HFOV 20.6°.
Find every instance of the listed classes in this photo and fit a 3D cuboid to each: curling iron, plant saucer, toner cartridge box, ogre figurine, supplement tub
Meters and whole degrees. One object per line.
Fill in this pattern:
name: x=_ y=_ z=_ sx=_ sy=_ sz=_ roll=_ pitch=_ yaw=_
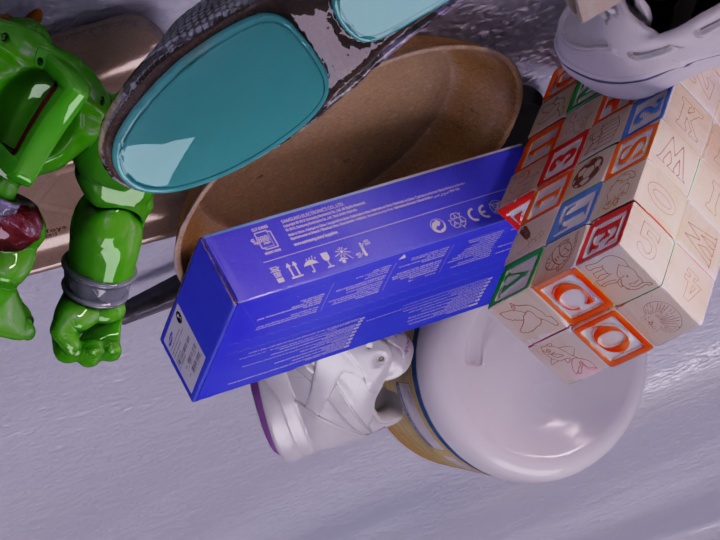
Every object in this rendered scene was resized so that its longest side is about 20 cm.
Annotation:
curling iron: x=-0.060 y=-0.006 z=1.175 sx=0.198 sy=0.050 sz=0.026 roll=-17 pitch=122 yaw=17
plant saucer: x=-0.012 y=-0.057 z=0.995 sx=0.199 sy=0.036 sz=0.201 roll=-26 pitch=156 yaw=-12
toner cartridge box: x=0.000 y=0.000 z=1.024 sx=0.199 sy=0.043 sz=0.095 roll=-17 pitch=154 yaw=-30
ogre figurine: x=-0.154 y=-0.045 z=0.810 sx=0.120 sy=0.199 sz=0.098 roll=-49 pitch=-166 yaw=12
supplement tub: x=0.080 y=0.054 z=1.244 sx=0.143 sy=0.146 sz=0.200 roll=-11 pitch=-179 yaw=-15

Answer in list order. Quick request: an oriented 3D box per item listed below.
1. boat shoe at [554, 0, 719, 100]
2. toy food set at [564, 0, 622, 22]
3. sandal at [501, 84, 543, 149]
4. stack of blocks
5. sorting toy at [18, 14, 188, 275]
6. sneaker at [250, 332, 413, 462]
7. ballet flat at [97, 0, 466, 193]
boat shoe: x=0.143 y=-0.127 z=0.893 sx=0.065 sy=0.074 sz=0.199 roll=25 pitch=163 yaw=-28
toy food set: x=0.126 y=-0.177 z=0.746 sx=0.143 sy=0.061 sz=0.200 roll=-29 pitch=164 yaw=4
sandal: x=0.093 y=-0.053 z=1.146 sx=0.074 sy=0.045 sz=0.200 roll=-19 pitch=163 yaw=10
stack of blocks: x=0.128 y=-0.042 z=0.969 sx=0.059 sy=0.201 sz=0.115 roll=41 pitch=136 yaw=-18
sorting toy: x=-0.169 y=-0.052 z=0.942 sx=0.183 sy=0.037 sz=0.200 roll=-15 pitch=158 yaw=-3
sneaker: x=-0.024 y=0.021 z=1.131 sx=0.099 sy=0.075 sz=0.201 roll=-10 pitch=131 yaw=3
ballet flat: x=-0.023 y=-0.103 z=0.800 sx=0.199 sy=0.072 sz=0.072 roll=-34 pitch=163 yaw=-1
